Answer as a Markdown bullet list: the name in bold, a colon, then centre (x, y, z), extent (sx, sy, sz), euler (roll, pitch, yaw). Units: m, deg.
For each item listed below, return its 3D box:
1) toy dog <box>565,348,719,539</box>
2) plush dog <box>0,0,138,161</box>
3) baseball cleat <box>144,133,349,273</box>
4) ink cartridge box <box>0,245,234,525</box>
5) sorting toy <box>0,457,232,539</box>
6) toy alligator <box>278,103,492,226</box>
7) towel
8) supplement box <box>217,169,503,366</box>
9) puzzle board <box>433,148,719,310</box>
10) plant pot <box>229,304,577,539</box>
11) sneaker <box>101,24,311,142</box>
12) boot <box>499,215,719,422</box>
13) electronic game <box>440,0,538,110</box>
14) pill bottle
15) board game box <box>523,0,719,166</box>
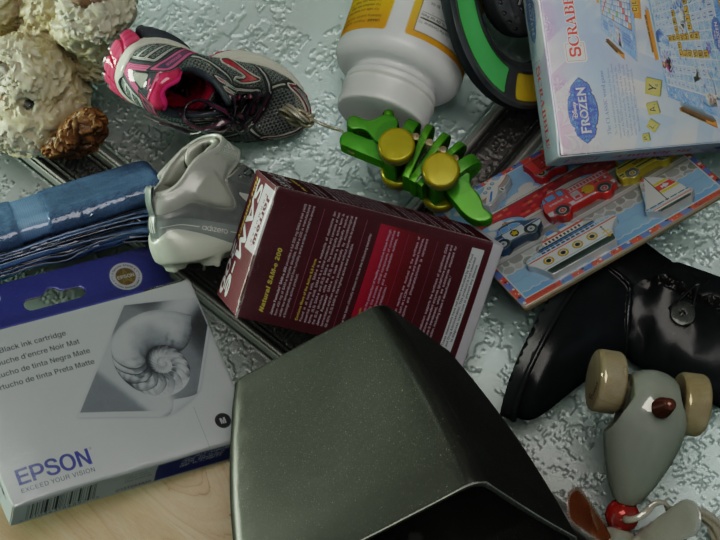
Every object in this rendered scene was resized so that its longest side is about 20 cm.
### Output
- **toy dog**: centre (0.216, 0.159, 1.569), extent (0.131, 0.096, 0.201), euler (-10, 95, -3)
- **plush dog**: centre (-0.263, -0.177, 1.707), extent (0.199, 0.160, 0.173), euler (21, 87, 25)
- **baseball cleat**: centre (-0.083, -0.062, 1.642), extent (0.199, 0.070, 0.107), euler (-18, 107, -41)
- **ink cartridge box**: centre (-0.206, 0.074, 1.566), extent (0.199, 0.041, 0.201), euler (-16, 64, -24)
- **sorting toy**: centre (-0.196, 0.200, 1.589), extent (0.200, 0.070, 0.199), euler (42, 74, 12)
- **toy alligator**: centre (0.030, -0.103, 1.663), extent (0.199, 0.059, 0.054), euler (30, 73, 14)
- **towel**: centre (-0.253, -0.033, 1.660), extent (0.199, 0.112, 0.049), euler (-18, 108, -8)
- **supplement box**: centre (0.000, 0.000, 1.612), extent (0.199, 0.061, 0.109), euler (14, 101, -24)
- **puzzle board**: centre (0.178, -0.058, 1.684), extent (0.199, 0.017, 0.151), euler (-30, 42, -11)
- **plant pot**: centre (0.015, 0.146, 1.531), extent (0.199, 0.200, 0.178), euler (-28, 60, 15)
- **sneaker**: centre (-0.116, -0.136, 1.665), extent (0.075, 0.199, 0.081), euler (38, 111, 41)
- **boot**: centre (0.224, 0.067, 1.647), extent (0.168, 0.077, 0.201), euler (28, 65, 12)
- **electronic game**: centre (0.131, -0.234, 1.710), extent (0.041, 0.200, 0.201), euler (0, 63, 41)
- **pill bottle**: centre (0.046, -0.213, 1.727), extent (0.109, 0.109, 0.201), euler (17, 70, 4)
- **board game box**: centre (0.235, -0.193, 1.672), extent (0.198, 0.041, 0.201), euler (-5, 82, -13)
